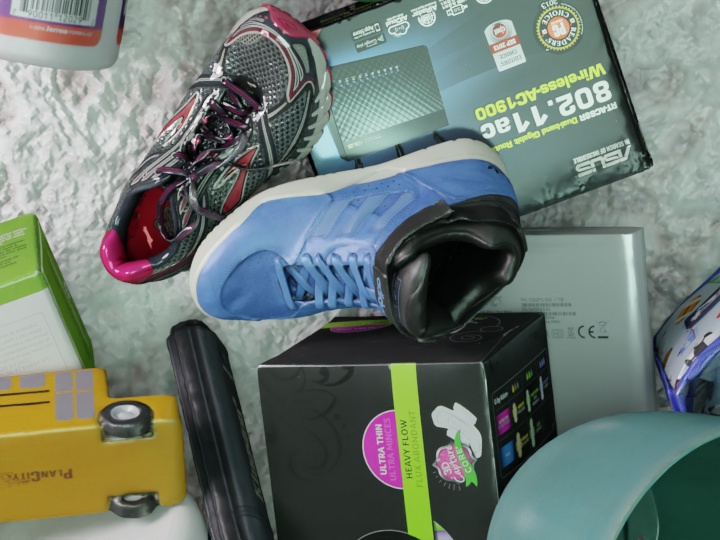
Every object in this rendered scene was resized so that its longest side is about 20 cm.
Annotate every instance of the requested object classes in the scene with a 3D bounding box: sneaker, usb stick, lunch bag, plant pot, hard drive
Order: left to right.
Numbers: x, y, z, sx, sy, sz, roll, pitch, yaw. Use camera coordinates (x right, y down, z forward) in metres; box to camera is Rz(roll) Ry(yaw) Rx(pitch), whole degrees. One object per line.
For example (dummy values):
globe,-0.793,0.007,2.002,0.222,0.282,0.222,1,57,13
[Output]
sneaker,-0.084,-0.067,1.568,0.081,0.075,0.201,40,121,14
usb stick,-0.079,0.120,1.593,0.032,0.201,0.055,-26,145,14
sneaker,0.000,-0.001,1.532,0.199,0.112,0.077,-18,126,0
hard drive,0.118,0.074,1.635,0.131,0.026,0.202,0,103,27
plant pot,0.163,0.169,1.479,0.199,0.161,0.202,-5,100,-29
lunch bag,0.275,0.041,1.586,0.198,0.170,0.125,-12,98,4

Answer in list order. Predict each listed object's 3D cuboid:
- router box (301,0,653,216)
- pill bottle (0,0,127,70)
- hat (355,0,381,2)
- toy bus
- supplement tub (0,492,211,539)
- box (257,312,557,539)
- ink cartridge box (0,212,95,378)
router box,0.060,-0.102,1.607,0.199,0.062,0.151,-20,102,3
pill bottle,-0.180,-0.225,1.554,0.111,0.111,0.202,10,100,-3
hat,0.050,-0.273,1.594,0.200,0.176,0.166,-29,92,47
toy bus,-0.204,0.104,1.559,0.198,0.078,0.066,-5,119,-6
supplement tub,-0.140,0.237,1.608,0.143,0.145,0.201,-14,121,2
box,0.037,0.136,1.601,0.147,0.124,0.202,-2,102,23
ink cartridge box,-0.230,0.087,1.635,0.147,0.076,0.201,-19,121,2
